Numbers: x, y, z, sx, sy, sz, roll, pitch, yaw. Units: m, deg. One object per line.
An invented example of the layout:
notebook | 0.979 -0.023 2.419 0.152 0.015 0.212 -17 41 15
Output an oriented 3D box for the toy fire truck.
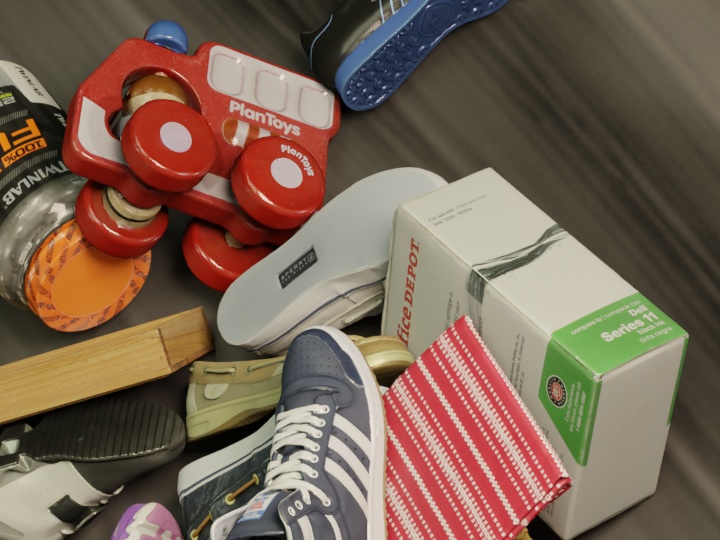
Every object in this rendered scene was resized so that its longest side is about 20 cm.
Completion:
toy fire truck | -0.111 -0.093 1.825 0.112 0.199 0.169 -50 28 47

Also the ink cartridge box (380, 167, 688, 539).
ink cartridge box | 0.106 0.050 1.659 0.083 0.147 0.200 -24 49 -30

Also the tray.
tray | -0.212 0.076 1.834 0.199 0.099 0.037 -16 94 17

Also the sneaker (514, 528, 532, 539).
sneaker | 0.067 0.192 1.664 0.074 0.090 0.201 -9 72 -27

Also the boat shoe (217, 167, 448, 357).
boat shoe | 0.001 0.004 1.776 0.202 0.086 0.075 -37 52 25

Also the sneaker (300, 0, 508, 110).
sneaker | 0.043 -0.206 1.878 0.200 0.070 0.078 -39 53 -3

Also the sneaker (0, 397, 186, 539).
sneaker | -0.207 0.150 1.808 0.198 0.089 0.074 -13 29 15

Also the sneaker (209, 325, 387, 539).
sneaker | -0.040 0.122 1.591 0.070 0.108 0.202 -22 65 36

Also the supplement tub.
supplement tub | -0.244 -0.054 1.902 0.122 0.123 0.200 -42 55 -1

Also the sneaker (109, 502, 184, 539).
sneaker | -0.183 0.250 1.745 0.088 0.080 0.201 4 67 35

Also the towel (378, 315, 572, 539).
towel | 0.035 0.146 1.608 0.200 0.022 0.145 -48 52 20

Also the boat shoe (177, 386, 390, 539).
boat shoe | -0.043 0.149 1.712 0.200 0.071 0.092 -32 58 39

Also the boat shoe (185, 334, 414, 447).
boat shoe | -0.045 0.070 1.743 0.200 0.073 0.064 -23 68 44
